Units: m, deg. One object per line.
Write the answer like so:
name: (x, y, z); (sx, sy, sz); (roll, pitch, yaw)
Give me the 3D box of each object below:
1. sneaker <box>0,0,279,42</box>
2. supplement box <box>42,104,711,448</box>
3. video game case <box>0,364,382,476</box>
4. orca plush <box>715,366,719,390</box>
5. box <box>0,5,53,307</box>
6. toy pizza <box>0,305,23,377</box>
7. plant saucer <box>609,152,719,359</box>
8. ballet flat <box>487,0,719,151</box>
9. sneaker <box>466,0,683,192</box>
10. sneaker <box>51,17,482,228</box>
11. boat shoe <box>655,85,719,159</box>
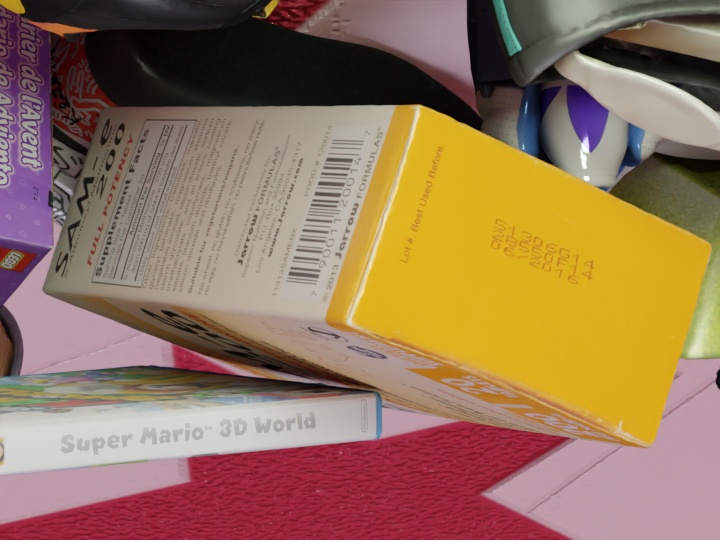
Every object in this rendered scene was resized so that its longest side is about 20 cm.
sneaker: (-0.030, -0.111, 0.788); (0.200, 0.070, 0.090); (-8, 147, 30)
supplement box: (0.000, 0.000, 0.921); (0.126, 0.074, 0.200); (23, 170, -31)
video game case: (-0.114, 0.048, 0.900); (0.200, 0.018, 0.143); (-3, -175, -38)
orca plush: (0.139, 0.001, 1.173); (0.200, 0.105, 0.071); (-8, -174, -13)
box: (-0.165, -0.024, 0.991); (0.039, 0.137, 0.200); (12, 148, -27)
toy pizza: (-0.228, 0.063, 1.109); (0.200, 0.200, 0.032); (-16, 120, 18)
plant saucer: (0.178, -0.020, 1.038); (0.200, 0.048, 0.200); (-2, -165, -14)
ballet flat: (0.129, -0.061, 0.836); (0.200, 0.068, 0.068); (9, 156, -13)
sneaker: (0.077, -0.103, 0.883); (0.081, 0.147, 0.200); (-2, 152, -8)
sneaker: (-0.042, -0.041, 1.063); (0.201, 0.067, 0.108); (21, 143, -35)
boat shoe: (0.166, -0.090, 1.024); (0.200, 0.072, 0.071); (-5, 146, -25)
